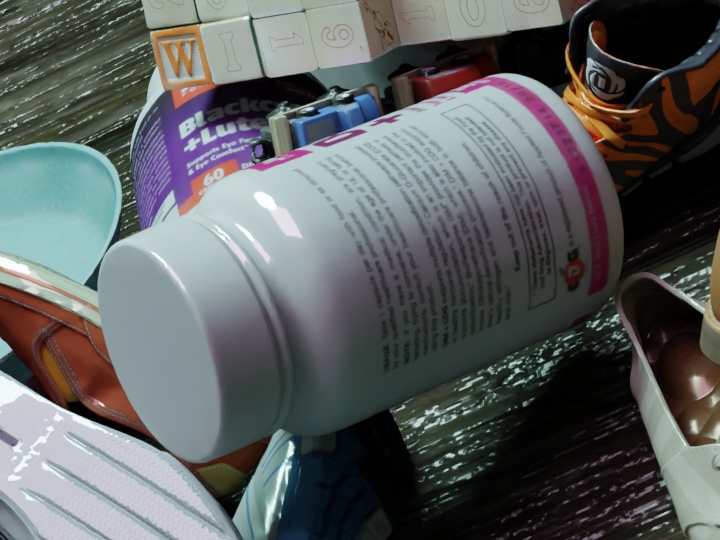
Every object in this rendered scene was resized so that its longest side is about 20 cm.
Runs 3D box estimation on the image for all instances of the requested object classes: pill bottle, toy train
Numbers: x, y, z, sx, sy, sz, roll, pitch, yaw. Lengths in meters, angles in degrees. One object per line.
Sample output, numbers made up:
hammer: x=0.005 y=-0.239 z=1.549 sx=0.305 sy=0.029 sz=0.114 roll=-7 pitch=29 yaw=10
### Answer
pill bottle: x=0.000 y=0.000 z=1.207 sx=0.199 sy=0.114 sz=0.113 roll=-22 pitch=25 yaw=-29
pill bottle: x=-0.054 y=-0.038 z=1.424 sx=0.111 sy=0.112 sz=0.200 roll=-28 pitch=32 yaw=6
toy train: x=0.038 y=-0.081 z=1.348 sx=0.199 sy=0.034 sz=0.046 roll=-20 pitch=20 yaw=-28

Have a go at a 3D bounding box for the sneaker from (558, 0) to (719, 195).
sneaker: x=0.091 y=-0.064 z=1.320 sx=0.200 sy=0.112 sz=0.078 roll=-40 pitch=69 yaw=-12

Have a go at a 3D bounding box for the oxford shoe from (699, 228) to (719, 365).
oxford shoe: x=0.184 y=-0.028 z=1.211 sx=0.071 sy=0.072 sz=0.200 roll=7 pitch=24 yaw=11

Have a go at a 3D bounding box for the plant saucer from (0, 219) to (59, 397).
plant saucer: x=-0.227 y=0.048 z=1.513 sx=0.200 sy=0.051 sz=0.201 roll=-22 pitch=33 yaw=15

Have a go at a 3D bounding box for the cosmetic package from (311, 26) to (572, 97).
cosmetic package: x=0.050 y=-0.130 z=1.493 sx=0.113 sy=0.081 sz=0.200 roll=-41 pitch=34 yaw=-15

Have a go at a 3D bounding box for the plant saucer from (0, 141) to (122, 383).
plant saucer: x=-0.197 y=0.016 z=1.451 sx=0.199 sy=0.036 sz=0.200 roll=-21 pitch=34 yaw=15

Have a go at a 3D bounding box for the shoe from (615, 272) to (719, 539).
shoe: x=0.146 y=0.065 z=1.166 sx=0.070 sy=0.054 sz=0.200 roll=-30 pitch=32 yaw=2

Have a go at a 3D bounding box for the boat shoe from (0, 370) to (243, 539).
boat shoe: x=-0.113 y=0.101 z=1.214 sx=0.200 sy=0.071 sz=0.072 roll=35 pitch=74 yaw=27

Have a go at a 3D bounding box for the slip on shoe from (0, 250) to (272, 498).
slip on shoe: x=-0.124 y=0.040 z=1.318 sx=0.199 sy=0.074 sz=0.061 roll=27 pitch=90 yaw=20

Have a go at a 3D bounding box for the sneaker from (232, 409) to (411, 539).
sneaker: x=-0.035 y=0.115 z=1.241 sx=0.086 sy=0.075 sz=0.201 roll=-21 pitch=33 yaw=27

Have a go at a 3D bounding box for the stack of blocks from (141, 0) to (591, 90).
stack of blocks: x=0.012 y=-0.136 z=1.359 sx=0.199 sy=0.059 sz=0.115 roll=-5 pitch=16 yaw=29
